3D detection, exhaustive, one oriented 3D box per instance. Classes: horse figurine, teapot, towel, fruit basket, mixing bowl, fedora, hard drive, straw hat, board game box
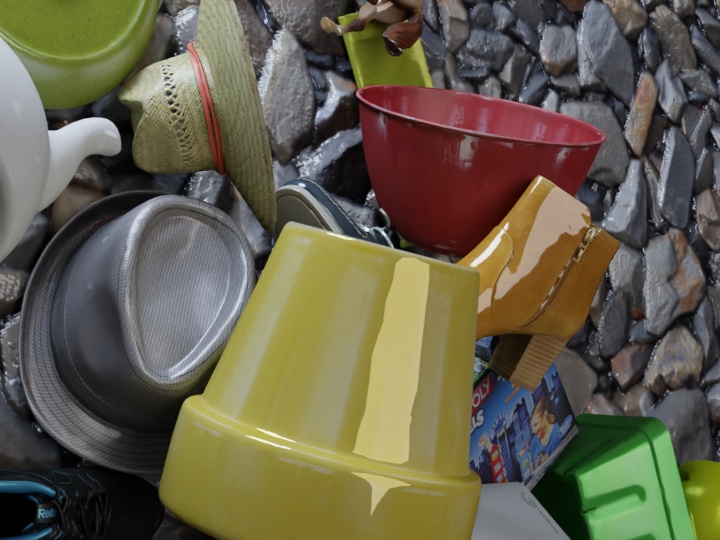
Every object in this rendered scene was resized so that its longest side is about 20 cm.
[{"bbox_3d":[0.010,-0.261,1.220,0.132,0.050,0.202,-10,77,-43],"label":"horse figurine"},{"bbox_3d":[-0.275,-0.095,0.880,0.147,0.196,0.201,-88,160,-48],"label":"teapot"},{"bbox_3d":[0.040,-0.123,1.256,0.086,0.018,0.202,-21,97,-43],"label":"towel"},{"bbox_3d":[0.264,0.221,1.312,0.214,0.155,0.218,2,86,-27],"label":"fruit basket"},{"bbox_3d":[0.086,-0.074,1.178,0.199,0.199,0.109,-5,112,-42],"label":"mixing bowl"},{"bbox_3d":[-0.133,0.029,1.002,0.176,0.090,0.201,28,61,-17],"label":"fedora"},{"bbox_3d":[0.098,0.212,1.085,0.199,0.027,0.132,8,35,-53],"label":"hard drive"},{"bbox_3d":[-0.122,-0.107,1.032,0.084,0.201,0.203,-13,93,-10],"label":"straw hat"},{"bbox_3d":[0.091,0.105,1.196,0.200,0.061,0.201,-42,131,-38],"label":"board game box"}]

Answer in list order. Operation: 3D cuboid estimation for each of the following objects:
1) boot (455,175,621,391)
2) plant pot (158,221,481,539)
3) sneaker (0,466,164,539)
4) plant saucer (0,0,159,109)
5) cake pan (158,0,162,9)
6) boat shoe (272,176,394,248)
[{"bbox_3d":[0.093,-0.006,1.077,0.200,0.071,0.145,24,94,-35],"label":"boot"},{"bbox_3d":[-0.010,0.076,0.935,0.200,0.200,0.191,13,92,-40],"label":"plant pot"},{"bbox_3d":[-0.201,0.163,0.952,0.199,0.082,0.074,3,80,-43],"label":"sneaker"},{"bbox_3d":[-0.209,-0.209,0.985,0.199,0.031,0.202,9,77,-42],"label":"plant saucer"},{"bbox_3d":[-0.221,-0.238,1.024,0.199,0.037,0.202,7,79,-41],"label":"cake pan"},{"bbox_3d":[0.000,0.000,1.163,0.201,0.075,0.062,53,55,-24],"label":"boat shoe"}]
